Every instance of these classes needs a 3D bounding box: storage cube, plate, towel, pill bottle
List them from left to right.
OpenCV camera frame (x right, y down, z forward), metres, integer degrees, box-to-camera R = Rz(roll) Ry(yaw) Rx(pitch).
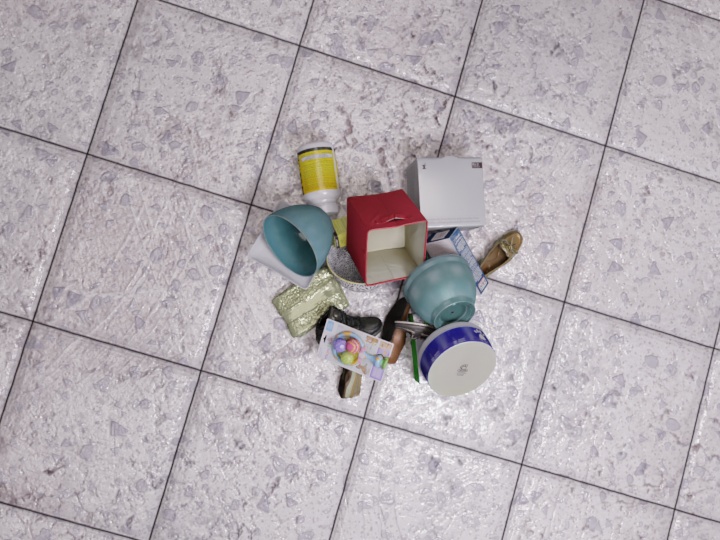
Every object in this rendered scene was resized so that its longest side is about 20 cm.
[{"bbox_3d":[-0.196,-0.073,1.708,0.198,0.032,0.201,29,75,-2],"label":"plate"},{"bbox_3d":[-0.146,0.090,1.715,0.199,0.036,0.149,-32,89,-5],"label":"towel"},{"bbox_3d":[-0.117,-0.261,1.696,0.111,0.112,0.202,-8,87,-4],"label":"pill bottle"},{"bbox_3d":[0.065,-0.091,1.580,0.169,0.180,0.202,-11,129,-15],"label":"storage cube"}]

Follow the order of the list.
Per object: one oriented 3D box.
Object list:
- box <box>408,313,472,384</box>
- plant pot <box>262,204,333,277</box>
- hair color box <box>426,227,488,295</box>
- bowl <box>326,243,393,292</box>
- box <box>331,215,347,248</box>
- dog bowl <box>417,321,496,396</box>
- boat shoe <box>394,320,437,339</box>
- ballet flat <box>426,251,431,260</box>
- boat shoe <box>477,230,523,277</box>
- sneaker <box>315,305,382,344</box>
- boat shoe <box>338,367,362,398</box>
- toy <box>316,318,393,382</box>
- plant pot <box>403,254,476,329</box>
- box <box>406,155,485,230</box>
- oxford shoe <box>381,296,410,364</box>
[{"bbox_3d":[0.239,0.217,1.706,0.174,0.097,0.202,-6,87,-5],"label":"box"},{"bbox_3d":[-0.152,-0.102,1.618,0.200,0.200,0.135,47,57,-1],"label":"plant pot"},{"bbox_3d":[0.275,-0.019,1.685,0.061,0.099,0.201,-47,114,-37],"label":"hair color box"},{"bbox_3d":[0.000,0.000,1.684,0.198,0.095,0.202,3,43,-2],"label":"bowl"},{"bbox_3d":[0.009,-0.130,1.696,0.198,0.050,0.076,-19,47,-10],"label":"box"},{"bbox_3d":[0.258,0.239,1.569,0.198,0.079,0.202,-9,127,-12],"label":"dog bowl"},{"bbox_3d":[0.189,0.181,1.626,0.198,0.067,0.058,11,82,-4],"label":"boat shoe"},{"bbox_3d":[0.224,0.010,1.732,0.063,0.067,0.202,-6,88,-14],"label":"ballet flat"},{"bbox_3d":[0.414,-0.041,1.748,0.073,0.063,0.200,45,85,0],"label":"boat shoe"},{"bbox_3d":[-0.033,0.153,1.679,0.197,0.115,0.077,-6,49,-3],"label":"sneaker"},{"bbox_3d":[-0.009,0.275,1.686,0.075,0.072,0.202,4,116,-23],"label":"boat shoe"},{"bbox_3d":[-0.020,0.221,1.598,0.198,0.047,0.116,19,100,9],"label":"toy"},{"bbox_3d":[0.228,0.076,1.573,0.198,0.201,0.135,-17,49,-5],"label":"plant pot"},{"bbox_3d":[0.245,-0.217,1.703,0.197,0.131,0.202,-2,87,-9],"label":"box"},{"bbox_3d":[0.109,0.177,1.724,0.071,0.071,0.202,23,85,-30],"label":"oxford shoe"}]
